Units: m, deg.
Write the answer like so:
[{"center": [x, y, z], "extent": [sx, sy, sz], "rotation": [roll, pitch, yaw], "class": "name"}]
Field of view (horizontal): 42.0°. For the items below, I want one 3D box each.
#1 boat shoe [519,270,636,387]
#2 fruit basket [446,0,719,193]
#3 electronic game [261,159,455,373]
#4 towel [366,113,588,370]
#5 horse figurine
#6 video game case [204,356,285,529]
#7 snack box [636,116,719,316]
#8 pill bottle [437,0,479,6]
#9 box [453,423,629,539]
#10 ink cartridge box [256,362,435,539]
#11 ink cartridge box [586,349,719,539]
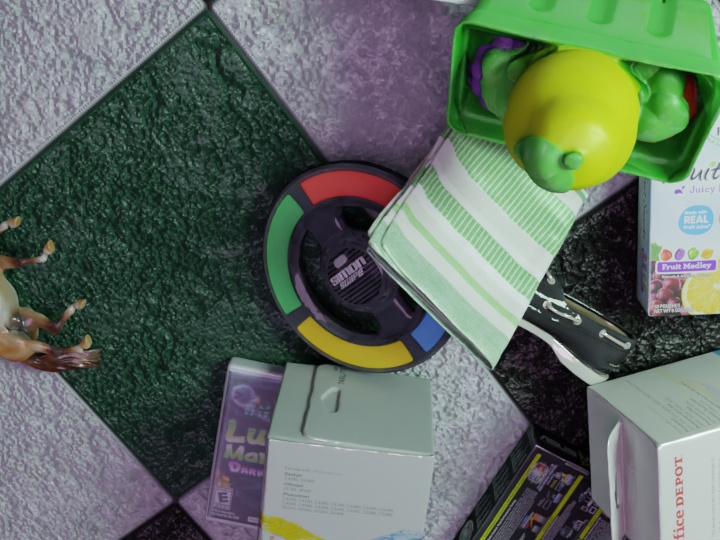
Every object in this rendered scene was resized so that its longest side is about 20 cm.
[{"center": [0.167, 0.029, 0.853], "extent": [0.199, 0.074, 0.060], "rotation": [38, 107, -12], "class": "boat shoe"}, {"center": [0.159, -0.118, 0.694], "extent": [0.213, 0.218, 0.156], "rotation": [1, 153, 3], "class": "fruit basket"}, {"center": [0.000, 0.000, 0.839], "extent": [0.198, 0.042, 0.202], "rotation": [11, 116, 22], "class": "electronic game"}, {"center": [0.104, -0.043, 0.787], "extent": [0.152, 0.201, 0.023], "rotation": [43, 149, -13], "class": "towel"}, {"center": [-0.329, 0.028, 0.888], "extent": [0.131, 0.050, 0.201], "rotation": [-16, 115, 22], "class": "horse figurine"}, {"center": [-0.049, 0.191, 0.949], "extent": [0.197, 0.023, 0.184], "rotation": [11, 110, -1], "class": "video game case"}, {"center": [0.318, -0.063, 0.822], "extent": [0.140, 0.053, 0.202], "rotation": [-3, 109, 4], "class": "snack box"}, {"center": [0.072, -0.312, 0.715], "extent": [0.112, 0.113, 0.202], "rotation": [9, 110, 0], "class": "pill bottle"}, {"center": [0.192, 0.277, 0.956], "extent": [0.159, 0.044, 0.201], "rotation": [27, 108, -6], "class": "box"}, {"center": [-0.016, 0.211, 0.865], "extent": [0.144, 0.147, 0.202], "rotation": [7, 111, 0], "class": "ink cartridge box"}, {"center": [0.298, 0.164, 0.838], "extent": [0.198, 0.125, 0.130], "rotation": [-12, 110, -12], "class": "ink cartridge box"}]
